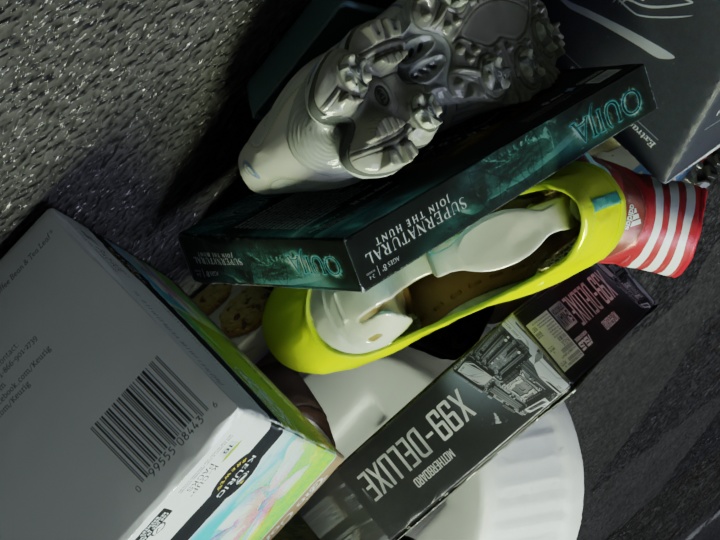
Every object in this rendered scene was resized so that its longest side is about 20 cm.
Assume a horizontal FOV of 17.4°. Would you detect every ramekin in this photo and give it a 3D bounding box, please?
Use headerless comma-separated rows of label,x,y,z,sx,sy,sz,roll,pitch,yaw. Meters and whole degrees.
ramekin,0.030,0.133,1.459,0.097,0.201,0.201,-3,135,-56

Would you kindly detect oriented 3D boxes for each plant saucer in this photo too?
plant saucer,0.005,-0.100,1.160,0.070,0.019,0.200,-51,161,15

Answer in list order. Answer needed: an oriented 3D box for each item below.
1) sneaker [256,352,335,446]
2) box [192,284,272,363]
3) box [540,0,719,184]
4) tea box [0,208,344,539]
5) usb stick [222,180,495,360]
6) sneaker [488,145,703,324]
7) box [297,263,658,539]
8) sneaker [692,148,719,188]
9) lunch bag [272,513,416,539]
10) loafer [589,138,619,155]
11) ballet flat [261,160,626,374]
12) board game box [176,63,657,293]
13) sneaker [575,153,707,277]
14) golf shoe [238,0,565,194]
sneaker,-0.090,0.106,1.307,0.199,0.076,0.071,-29,157,-44
box,-0.064,0.026,1.245,0.200,0.041,0.039,-40,161,-16
box,0.162,-0.170,1.151,0.104,0.148,0.201,-32,160,-38
tea box,-0.137,0.104,1.092,0.200,0.134,0.197,-47,164,2
usb stick,0.000,0.000,1.227,0.199,0.033,0.056,23,95,-46
sneaker,0.124,-0.042,1.361,0.199,0.073,0.072,-31,176,-31
box,0.065,0.068,1.234,0.158,0.050,0.200,-43,175,21
sneaker,0.220,-0.123,1.560,0.200,0.079,0.095,-47,-165,-26
lunch bag,-0.024,0.205,1.213,0.200,0.163,0.118,-44,132,-29
loafer,0.100,-0.038,1.429,0.199,0.076,0.068,-32,165,-35
ballet flat,0.032,-0.001,1.124,0.199,0.067,0.067,-22,-179,19
board game box,0.027,-0.046,1.119,0.199,0.028,0.135,-31,-161,-33
sneaker,0.107,-0.030,1.244,0.115,0.200,0.079,17,97,-28
golf shoe,0.016,-0.090,1.102,0.097,0.079,0.200,-25,-177,42
